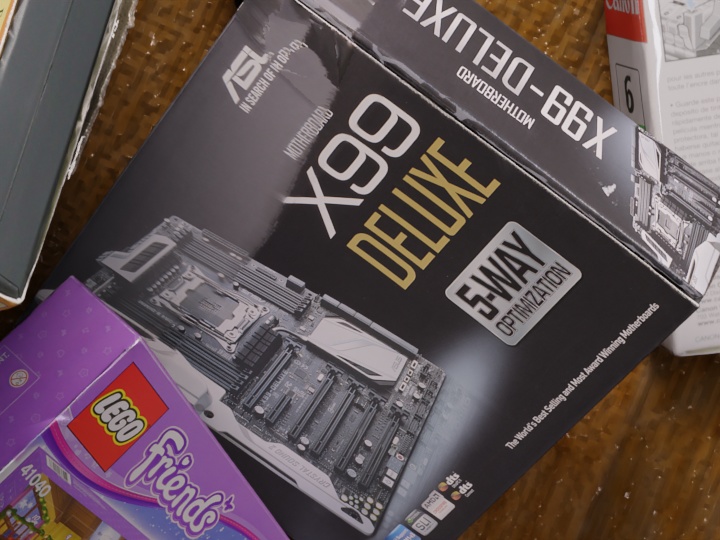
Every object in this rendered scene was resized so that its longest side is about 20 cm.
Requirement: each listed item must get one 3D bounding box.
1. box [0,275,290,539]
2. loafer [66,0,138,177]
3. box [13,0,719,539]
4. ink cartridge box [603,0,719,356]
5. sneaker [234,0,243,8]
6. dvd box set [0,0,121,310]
[{"bbox_3d":[-0.088,0.109,0.880,0.137,0.200,0.039,-43,52,-10],"label":"box"},{"bbox_3d":[-0.105,-0.038,0.797,0.075,0.070,0.200,24,84,-25],"label":"loafer"},{"bbox_3d":[0.000,0.000,0.896,0.158,0.200,0.050,37,47,-4],"label":"box"},{"bbox_3d":[0.141,-0.079,0.975,0.109,0.050,0.201,-9,99,-10],"label":"ink cartridge box"},{"bbox_3d":[-0.007,-0.086,0.971,0.079,0.075,0.201,-2,76,0],"label":"sneaker"},{"bbox_3d":[-0.137,-0.045,0.746,0.029,0.200,0.147,33,58,-35],"label":"dvd box set"}]
